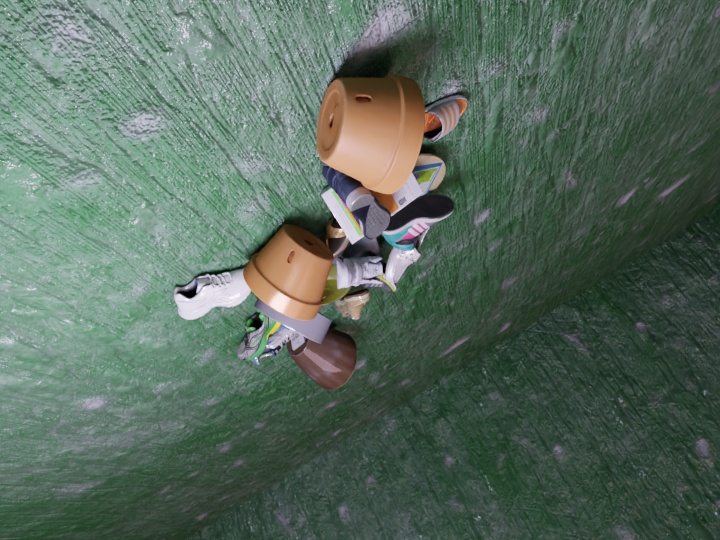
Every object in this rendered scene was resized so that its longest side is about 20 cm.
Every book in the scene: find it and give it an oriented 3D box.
[{"bbox_3d":[0.025,-0.174,1.196,0.196,0.048,0.135,-33,115,7],"label":"book"}]

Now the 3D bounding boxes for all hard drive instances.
[{"bbox_3d":[-0.016,-0.048,1.444,0.136,0.033,0.201,-30,153,-2],"label":"hard drive"}]

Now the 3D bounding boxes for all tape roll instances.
[{"bbox_3d":[-0.169,0.108,1.358,0.068,0.196,0.200,-61,152,-6],"label":"tape roll"}]

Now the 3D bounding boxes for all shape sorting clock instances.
[{"bbox_3d":[0.114,-0.211,1.295,0.194,0.040,0.202,-23,157,-10],"label":"shape sorting clock"}]

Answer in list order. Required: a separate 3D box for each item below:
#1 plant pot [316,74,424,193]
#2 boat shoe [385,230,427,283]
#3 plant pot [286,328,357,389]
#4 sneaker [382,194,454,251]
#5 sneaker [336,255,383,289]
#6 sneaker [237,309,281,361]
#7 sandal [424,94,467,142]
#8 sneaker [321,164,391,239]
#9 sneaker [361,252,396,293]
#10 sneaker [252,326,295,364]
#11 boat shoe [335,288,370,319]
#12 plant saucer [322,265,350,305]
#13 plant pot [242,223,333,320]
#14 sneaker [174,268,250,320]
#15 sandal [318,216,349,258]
[{"bbox_3d":[0.007,-0.250,0.956,0.135,0.206,0.202,6,140,-24],"label":"plant pot"},{"bbox_3d":[0.131,-0.054,1.452,0.070,0.068,0.206,20,94,-61],"label":"boat shoe"},{"bbox_3d":[-0.137,0.253,1.696,0.185,0.190,0.199,-37,138,16],"label":"plant pot"},{"bbox_3d":[0.144,-0.113,1.370,0.192,0.086,0.122,-17,152,-1],"label":"sneaker"},{"bbox_3d":[0.000,0.000,1.322,0.110,0.079,0.200,-2,-175,2],"label":"sneaker"},{"bbox_3d":[-0.294,0.168,1.490,0.083,0.079,0.203,10,123,-43],"label":"sneaker"},{"bbox_3d":[0.149,-0.306,1.150,0.201,0.060,0.080,-23,153,-15],"label":"sandal"},{"bbox_3d":[-0.009,-0.161,1.136,0.076,0.148,0.203,-35,154,1],"label":"sneaker"},{"bbox_3d":[0.040,0.017,1.511,0.079,0.076,0.200,-28,147,13],"label":"sneaker"},{"bbox_3d":[-0.241,0.207,1.589,0.196,0.073,0.073,-31,155,-18],"label":"sneaker"},{"bbox_3d":[-0.015,0.103,1.564,0.069,0.079,0.199,-16,177,-20],"label":"boat shoe"},{"bbox_3d":[-0.105,0.051,1.479,0.192,0.032,0.202,-14,153,-7],"label":"plant saucer"},{"bbox_3d":[-0.150,-0.007,1.221,0.197,0.200,0.143,12,117,-53],"label":"plant pot"},{"bbox_3d":[-0.332,0.044,1.232,0.194,0.076,0.088,-25,149,-12],"label":"sneaker"},{"bbox_3d":[-0.042,-0.105,1.277,0.199,0.082,0.054,-41,142,15],"label":"sandal"}]
